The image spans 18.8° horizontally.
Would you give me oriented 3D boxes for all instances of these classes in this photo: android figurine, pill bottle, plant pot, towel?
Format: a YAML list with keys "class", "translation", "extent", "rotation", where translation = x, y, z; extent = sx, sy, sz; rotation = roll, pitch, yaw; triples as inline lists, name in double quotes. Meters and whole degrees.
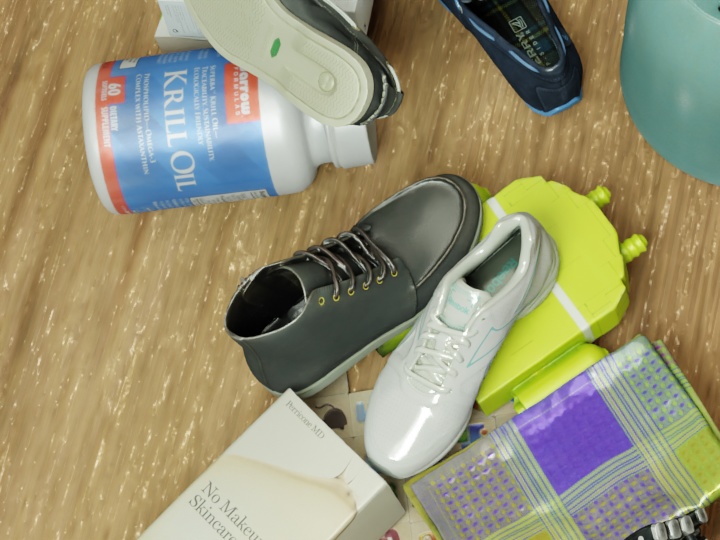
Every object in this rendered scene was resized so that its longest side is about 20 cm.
- class: "android figurine"
  translation: [0.103, 0.016, 1.504]
  extent: [0.200, 0.041, 0.182]
  rotation: [-36, 65, -3]
- class: "pill bottle"
  translation: [-0.092, -0.106, 1.559]
  extent: [0.199, 0.112, 0.113]
  rotation: [-8, 65, 6]
- class: "plant pot"
  translation: [0.275, -0.180, 1.503]
  extent: [0.199, 0.161, 0.202]
  rotation: [-4, 66, 9]
- class: "towel"
  translation: [0.136, 0.137, 1.404]
  extent: [0.199, 0.023, 0.144]
  rotation: [-31, 47, 4]

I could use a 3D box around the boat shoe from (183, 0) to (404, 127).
- class: "boat shoe"
  translation: [-0.053, -0.170, 1.498]
  extent: [0.200, 0.067, 0.072]
  rotation: [43, 121, 22]

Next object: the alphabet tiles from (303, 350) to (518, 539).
- class: "alphabet tiles"
  translation: [0.044, 0.109, 1.500]
  extent: [0.166, 0.008, 0.201]
  rotation: [-9, 66, 5]

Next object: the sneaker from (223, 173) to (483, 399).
- class: "sneaker"
  translation: [0.000, 0.000, 1.456]
  extent: [0.200, 0.106, 0.075]
  rotation: [-45, 65, -5]

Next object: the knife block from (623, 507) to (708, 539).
- class: "knife block"
  translation: [0.142, 0.228, 1.338]
  extent: [0.199, 0.176, 0.064]
  rotation: [-30, 64, -4]

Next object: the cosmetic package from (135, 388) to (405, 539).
- class: "cosmetic package"
  translation: [-0.078, 0.190, 1.445]
  extent: [0.103, 0.073, 0.200]
  rotation: [41, 82, 24]

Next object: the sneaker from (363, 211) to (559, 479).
- class: "sneaker"
  translation: [0.060, 0.043, 1.438]
  extent: [0.070, 0.080, 0.201]
  rotation: [29, 82, 17]

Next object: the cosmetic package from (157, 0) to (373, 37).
- class: "cosmetic package"
  translation: [-0.055, -0.264, 1.612]
  extent: [0.150, 0.052, 0.201]
  rotation: [5, 62, 10]

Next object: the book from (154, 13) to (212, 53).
- class: "book"
  translation: [-0.067, -0.249, 1.656]
  extent: [0.133, 0.048, 0.201]
  rotation: [10, 67, 15]

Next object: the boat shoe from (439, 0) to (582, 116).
- class: "boat shoe"
  translation: [0.106, -0.208, 1.594]
  extent: [0.084, 0.069, 0.200]
  rotation: [-36, 66, -7]
